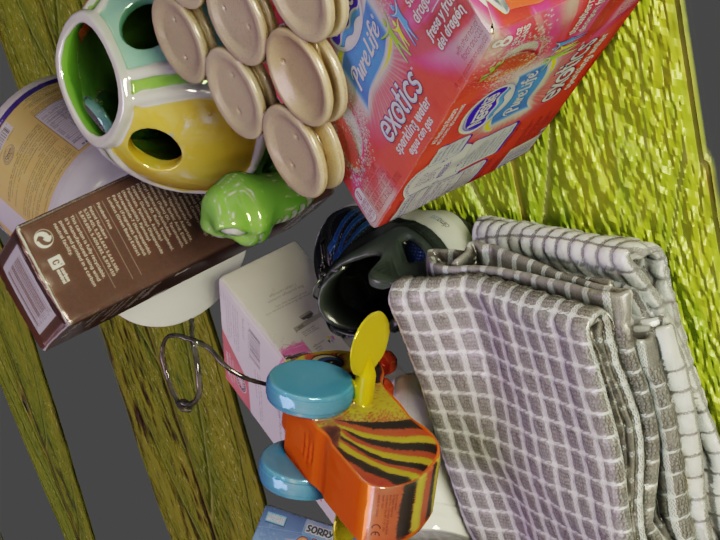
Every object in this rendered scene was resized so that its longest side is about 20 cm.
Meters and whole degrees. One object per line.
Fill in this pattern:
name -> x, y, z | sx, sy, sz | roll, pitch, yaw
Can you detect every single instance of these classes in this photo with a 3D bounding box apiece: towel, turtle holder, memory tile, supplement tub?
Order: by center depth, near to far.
memory tile -> -0.054, -0.140, 0.807 | 0.153, 0.017, 0.201 | 45, 149, 31
towel -> 0.105, 0.079, 0.879 | 0.165, 0.085, 0.201 | 16, 128, 59
turtle holder -> -0.098, -0.099, 1.008 | 0.141, 0.131, 0.187 | -15, 87, 52
supplement tub -> -0.184, -0.053, 1.276 | 0.200, 0.145, 0.146 | 34, 144, 49

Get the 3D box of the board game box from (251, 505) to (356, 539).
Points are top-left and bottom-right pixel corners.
board game box -> 0.047, 0.198, 1.021 | 0.199, 0.035, 0.135 | 11, 162, 35

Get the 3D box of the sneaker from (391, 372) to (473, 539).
sneaker -> 0.062, 0.122, 1.052 | 0.200, 0.073, 0.116 | 60, -149, -67

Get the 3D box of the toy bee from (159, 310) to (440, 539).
toy bee -> -0.009, 0.071, 0.938 | 0.200, 0.108, 0.131 | 53, 138, 32

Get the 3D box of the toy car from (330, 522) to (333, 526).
toy car -> -0.029, 0.274, 1.223 | 0.158, 0.199, 0.165 | 51, 154, 27

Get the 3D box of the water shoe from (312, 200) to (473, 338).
water shoe -> 0.000, 0.000, 1.025 | 0.200, 0.079, 0.072 | -7, 107, 66

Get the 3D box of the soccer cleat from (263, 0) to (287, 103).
soccer cleat -> -0.040, -0.135, 0.898 | 0.200, 0.068, 0.073 | 51, -160, -36

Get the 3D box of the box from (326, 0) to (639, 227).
box -> 0.045, -0.113, 0.783 | 0.096, 0.099, 0.200 | 58, 157, 12

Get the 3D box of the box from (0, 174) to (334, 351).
box -> -0.127, -0.028, 1.112 | 0.075, 0.199, 0.100 | 60, 157, 1

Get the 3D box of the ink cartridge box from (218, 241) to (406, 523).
ink cartridge box -> -0.018, 0.092, 1.177 | 0.200, 0.067, 0.117 | 50, 154, 32
